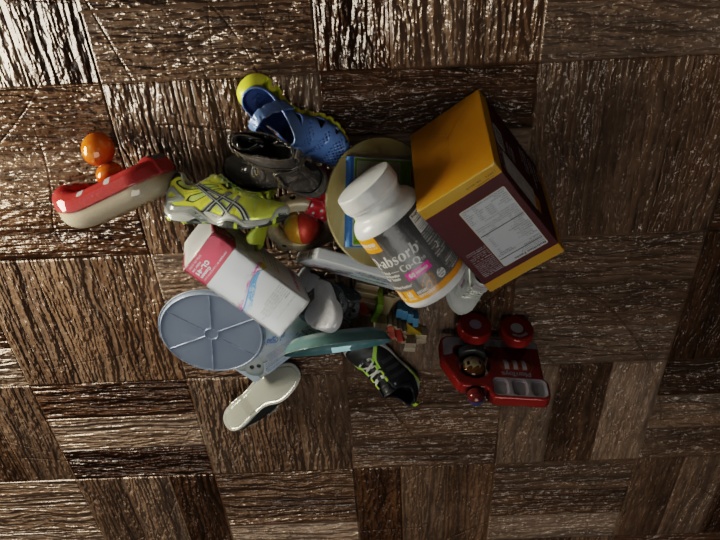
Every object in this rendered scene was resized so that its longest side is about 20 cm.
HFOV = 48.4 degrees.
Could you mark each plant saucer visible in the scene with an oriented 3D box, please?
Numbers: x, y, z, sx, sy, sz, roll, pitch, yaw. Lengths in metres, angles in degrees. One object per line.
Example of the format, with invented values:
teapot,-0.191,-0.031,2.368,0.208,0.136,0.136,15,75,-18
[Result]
plant saucer,-0.043,0.128,1.443,0.196,0.028,0.200,-8,169,-2

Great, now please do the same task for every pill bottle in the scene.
pill bottle,0.061,-0.053,1.194,0.115,0.117,0.201,-30,110,24

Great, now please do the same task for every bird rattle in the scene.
bird rattle,-0.096,-0.096,1.325,0.197,0.114,0.164,-16,146,1

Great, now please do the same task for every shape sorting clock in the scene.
shape sorting clock,0.033,-0.106,1.262,0.197,0.039,0.204,-2,94,-24

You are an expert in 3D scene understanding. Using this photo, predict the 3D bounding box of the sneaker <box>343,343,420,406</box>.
sneaker,0.051,0.204,1.578,0.199,0.084,0.072,33,123,-26

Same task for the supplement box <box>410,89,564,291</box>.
supplement box,0.188,-0.120,1.215,0.132,0.199,0.200,-30,125,24

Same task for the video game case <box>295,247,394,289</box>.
video game case,0.000,0.000,1.358,0.197,0.182,0.024,16,85,-14

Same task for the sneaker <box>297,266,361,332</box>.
sneaker,-0.043,0.060,1.388,0.113,0.200,0.076,23,101,-27

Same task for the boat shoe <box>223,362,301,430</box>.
boat shoe,-0.193,0.258,1.638,0.200,0.074,0.060,-43,163,13

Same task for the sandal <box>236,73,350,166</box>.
sandal,-0.101,-0.210,1.209,0.198,0.088,0.080,26,125,-24

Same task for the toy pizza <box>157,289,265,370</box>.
toy pizza,-0.270,0.106,1.466,0.196,0.032,0.203,1,129,2

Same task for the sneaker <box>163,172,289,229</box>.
sneaker,-0.205,-0.106,1.218,0.196,0.075,0.078,5,99,4

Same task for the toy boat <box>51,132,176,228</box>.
toy boat,-0.395,-0.151,1.253,0.197,0.131,0.132,-21,99,16

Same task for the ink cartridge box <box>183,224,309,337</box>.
ink cartridge box,-0.192,0.003,1.329,0.199,0.148,0.086,40,96,-20

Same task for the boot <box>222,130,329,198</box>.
boot,-0.148,-0.167,1.178,0.197,0.070,0.174,10,172,21

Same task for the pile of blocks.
pile of blocks,0.060,0.091,1.492,0.199,0.063,0.082,32,124,-26

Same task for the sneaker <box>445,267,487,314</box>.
sneaker,0.191,0.015,1.402,0.073,0.101,0.202,3,133,-6

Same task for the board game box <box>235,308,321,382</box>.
board game box,-0.207,0.104,1.512,0.199,0.044,0.198,-36,122,27

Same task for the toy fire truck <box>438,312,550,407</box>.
toy fire truck,0.248,0.180,1.501,0.196,0.169,0.113,4,132,-4
